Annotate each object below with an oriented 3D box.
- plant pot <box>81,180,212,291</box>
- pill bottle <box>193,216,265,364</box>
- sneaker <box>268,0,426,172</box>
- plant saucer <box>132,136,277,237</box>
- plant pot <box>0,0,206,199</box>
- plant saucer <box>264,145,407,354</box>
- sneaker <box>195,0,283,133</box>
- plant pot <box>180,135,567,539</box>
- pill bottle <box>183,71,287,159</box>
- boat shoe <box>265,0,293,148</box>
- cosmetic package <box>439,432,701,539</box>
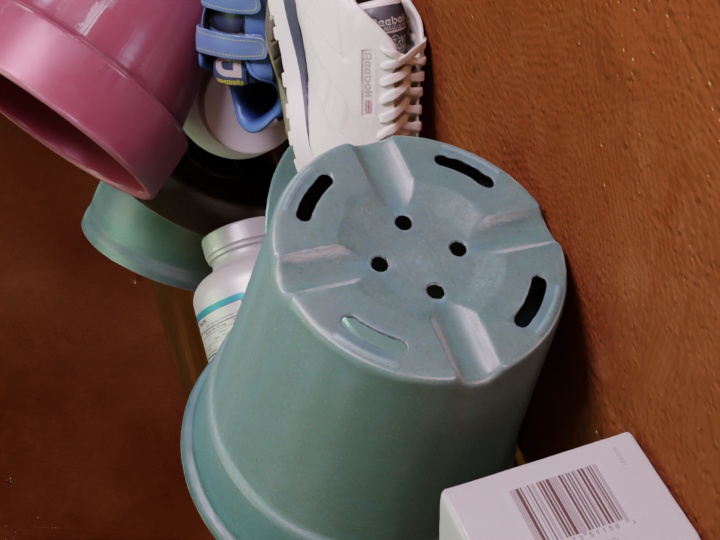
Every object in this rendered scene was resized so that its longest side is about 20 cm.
[{"bbox_3d":[-0.176,-0.081,1.388,0.135,0.199,0.200,-69,27,20],"label":"plant pot"},{"bbox_3d":[-0.073,0.061,1.104,0.111,0.110,0.202,124,131,-73],"label":"pill bottle"},{"bbox_3d":[0.004,-0.107,0.794,0.080,0.076,0.202,-10,100,38],"label":"sneaker"},{"bbox_3d":[-0.139,-0.090,1.226,0.032,0.199,0.201,-61,34,25],"label":"plant saucer"},{"bbox_3d":[-0.192,-0.183,1.016,0.199,0.180,0.200,31,169,7],"label":"plant pot"},{"bbox_3d":[0.000,0.000,0.929,0.201,0.038,0.203,24,120,51],"label":"plant saucer"},{"bbox_3d":[-0.081,-0.183,0.964,0.074,0.082,0.201,20,149,32],"label":"sneaker"},{"bbox_3d":[0.013,0.047,0.710,0.197,0.199,0.201,108,146,-51],"label":"plant pot"},{"bbox_3d":[-0.113,-0.159,1.155,0.200,0.111,0.113,-138,36,-67],"label":"pill bottle"},{"bbox_3d":[-0.037,-0.164,0.912,0.201,0.074,0.074,94,159,-51],"label":"boat shoe"},{"bbox_3d":[0.095,0.182,0.657,0.071,0.101,0.201,-118,19,-44],"label":"cosmetic package"}]
